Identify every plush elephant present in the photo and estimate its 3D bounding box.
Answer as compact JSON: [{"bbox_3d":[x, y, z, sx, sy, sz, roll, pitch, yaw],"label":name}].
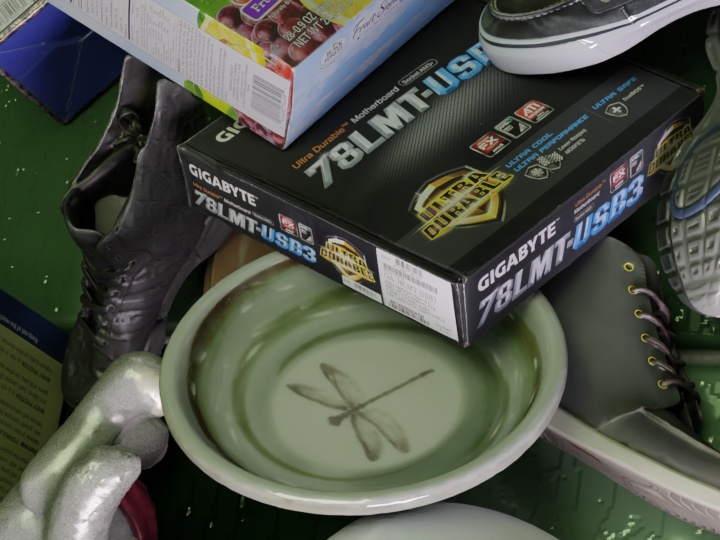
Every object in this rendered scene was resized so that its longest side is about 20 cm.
[{"bbox_3d":[-0.118,0.164,1.183,0.155,0.165,0.200,40,66,5],"label":"plush elephant"}]

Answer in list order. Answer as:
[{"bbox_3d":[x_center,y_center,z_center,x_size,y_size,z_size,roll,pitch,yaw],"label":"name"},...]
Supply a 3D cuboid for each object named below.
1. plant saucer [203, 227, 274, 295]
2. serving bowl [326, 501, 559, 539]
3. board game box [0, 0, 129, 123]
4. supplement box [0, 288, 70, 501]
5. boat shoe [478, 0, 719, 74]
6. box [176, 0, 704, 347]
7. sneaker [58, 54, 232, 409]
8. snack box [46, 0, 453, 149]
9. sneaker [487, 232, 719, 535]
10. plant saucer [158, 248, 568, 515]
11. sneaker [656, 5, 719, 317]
[{"bbox_3d":[0.000,0.000,1.272,0.200,0.029,0.200,-9,66,20],"label":"plant saucer"},{"bbox_3d":[0.062,0.179,1.068,0.200,0.200,0.066,56,133,31],"label":"serving bowl"},{"bbox_3d":[-0.191,-0.221,1.412,0.159,0.097,0.200,-40,58,4],"label":"board game box"},{"bbox_3d":[-0.275,0.098,1.251,0.134,0.200,0.200,0,69,25],"label":"supplement box"},{"bbox_3d":[0.139,-0.162,1.172,0.200,0.071,0.072,-20,43,28],"label":"boat shoe"},{"bbox_3d":[0.043,-0.064,1.211,0.198,0.050,0.200,29,51,34],"label":"box"},{"bbox_3d":[-0.133,-0.015,1.270,0.060,0.104,0.200,41,103,37],"label":"sneaker"},{"bbox_3d":[-0.066,-0.177,1.239,0.200,0.068,0.169,31,52,19],"label":"snack box"},{"bbox_3d":[0.146,0.052,1.156,0.200,0.075,0.106,29,82,32],"label":"sneaker"},{"bbox_3d":[0.003,0.060,1.141,0.200,0.050,0.200,-4,40,3],"label":"plant saucer"},{"bbox_3d":[0.211,-0.065,1.166,0.074,0.087,0.200,-11,55,59],"label":"sneaker"}]
